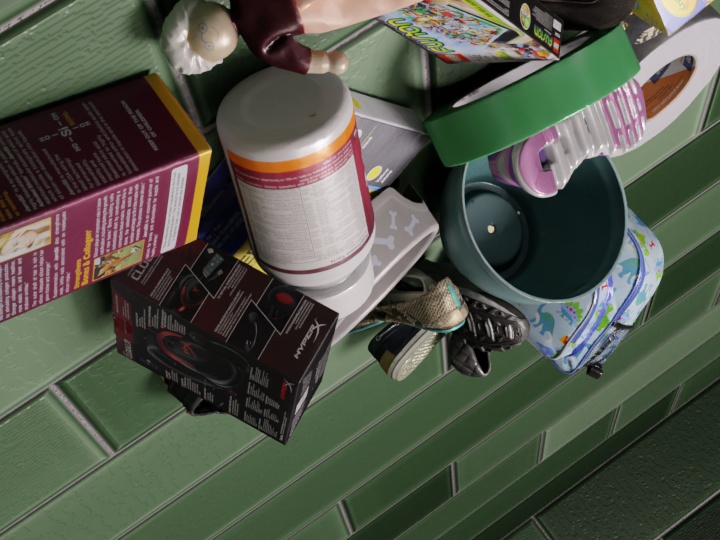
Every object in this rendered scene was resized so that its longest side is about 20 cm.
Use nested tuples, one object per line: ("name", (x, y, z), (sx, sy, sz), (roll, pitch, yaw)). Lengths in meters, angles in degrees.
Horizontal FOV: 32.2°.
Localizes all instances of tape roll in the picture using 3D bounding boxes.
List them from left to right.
("tape roll", (0.155, -0.161, 1.141), (0.199, 0.049, 0.201), (-28, -171, 5))
("tape roll", (0.307, -0.217, 1.364), (0.199, 0.066, 0.201), (-31, 155, -16))

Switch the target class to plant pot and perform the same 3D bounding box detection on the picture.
("plant pot", (0.164, -0.055, 1.327), (0.199, 0.202, 0.134), (-25, -179, -26))

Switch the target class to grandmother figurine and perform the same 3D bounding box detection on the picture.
("grandmother figurine", (-0.047, -0.190, 0.862), (0.198, 0.123, 0.061), (-20, -176, 7))

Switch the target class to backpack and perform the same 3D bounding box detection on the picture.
("backpack", (0.272, 0.009, 1.572), (0.146, 0.183, 0.201), (-2, 133, -54))

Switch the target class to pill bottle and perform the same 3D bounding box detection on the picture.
("pill bottle", (-0.046, -0.058, 1.023), (0.109, 0.110, 0.201), (-30, 137, -18))

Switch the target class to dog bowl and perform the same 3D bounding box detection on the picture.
("dog bowl", (0.000, 0.000, 1.247), (0.200, 0.059, 0.200), (-45, 174, -6))

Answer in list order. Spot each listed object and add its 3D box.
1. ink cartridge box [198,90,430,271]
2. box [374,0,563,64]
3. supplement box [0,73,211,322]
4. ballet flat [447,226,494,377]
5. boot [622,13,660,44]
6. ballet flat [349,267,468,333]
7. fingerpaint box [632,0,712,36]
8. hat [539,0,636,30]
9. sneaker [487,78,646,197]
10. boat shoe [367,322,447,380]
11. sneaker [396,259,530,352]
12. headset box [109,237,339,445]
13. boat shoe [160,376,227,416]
("ink cartridge box", (-0.052, -0.076, 1.130), (0.198, 0.047, 0.199), (-47, 157, 22))
("box", (0.073, -0.209, 0.987), (0.199, 0.109, 0.035), (15, 80, -57))
("supplement box", (-0.216, -0.048, 0.891), (0.199, 0.086, 0.111), (-25, 153, -29))
("ballet flat", (0.147, 0.028, 1.490), (0.066, 0.056, 0.203), (-6, 106, -47))
("boot", (0.244, -0.263, 1.185), (0.202, 0.074, 0.154), (-29, 158, -17))
("ballet flat", (0.035, 0.028, 1.375), (0.068, 0.076, 0.199), (-32, -161, -38))
("fingerpaint box", (0.264, -0.325, 1.015), (0.166, 0.073, 0.200), (-39, 132, 1))
("hat", (0.136, -0.259, 1.010), (0.198, 0.082, 0.201), (5, 174, 1))
("sneaker", (0.201, -0.137, 1.239), (0.199, 0.081, 0.088), (-30, -163, -30))
("boat shoe", (0.083, 0.053, 1.535), (0.200, 0.062, 0.075), (-43, 157, -30))
("sneaker", (0.114, 0.029, 1.403), (0.079, 0.199, 0.075), (-36, 128, -29))
("headset box", (-0.127, 0.049, 1.069), (0.075, 0.198, 0.149), (-59, 172, -28))
("boat shoe", (-0.137, 0.126, 1.349), (0.074, 0.063, 0.201), (-47, 157, 14))
